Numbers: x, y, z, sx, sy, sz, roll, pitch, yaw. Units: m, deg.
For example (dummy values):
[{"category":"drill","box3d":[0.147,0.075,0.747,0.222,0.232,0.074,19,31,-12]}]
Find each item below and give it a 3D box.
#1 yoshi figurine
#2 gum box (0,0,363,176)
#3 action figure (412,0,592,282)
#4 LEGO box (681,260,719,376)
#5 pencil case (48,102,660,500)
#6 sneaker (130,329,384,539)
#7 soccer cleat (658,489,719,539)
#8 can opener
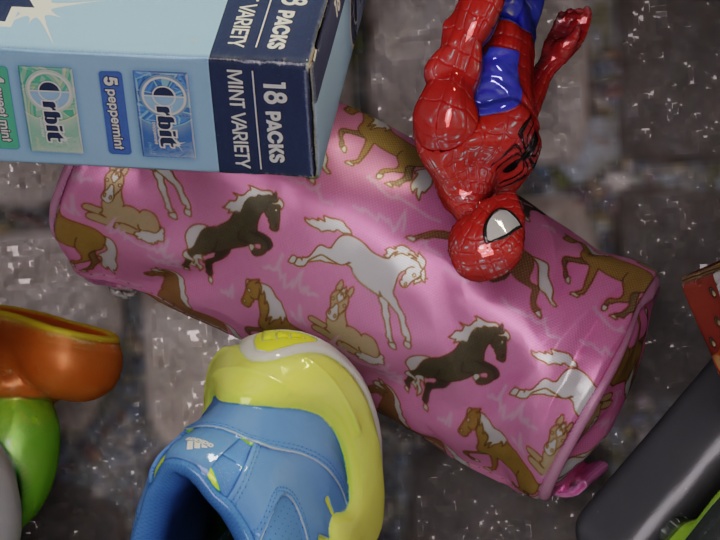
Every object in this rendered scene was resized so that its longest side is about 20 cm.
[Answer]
[{"category":"yoshi figurine","box3d":[-0.133,0.110,0.790,0.112,0.112,0.202,17,92,1]},{"category":"gum box","box3d":[-0.098,-0.100,0.809,0.198,0.170,0.045,2,129,8]},{"category":"action figure","box3d":[0.046,-0.086,0.800,0.051,0.066,0.201,0,61,16]},{"category":"LEGO box","box3d":[0.217,0.030,0.758,0.199,0.077,0.150,-23,89,-21]},{"category":"pencil case","box3d":[0.000,0.000,0.832,0.199,0.087,0.083,26,62,9]},{"category":"sneaker","box3d":[-0.035,0.124,0.794,0.075,0.105,0.202,1,110,29]},{"category":"soccer cleat","box3d":[0.109,0.160,0.798,0.081,0.067,0.201,27,110,31]},{"category":"can opener","box3d":[0.138,0.015,0.837,0.200,0.053,0.067,-50,50,3]}]
